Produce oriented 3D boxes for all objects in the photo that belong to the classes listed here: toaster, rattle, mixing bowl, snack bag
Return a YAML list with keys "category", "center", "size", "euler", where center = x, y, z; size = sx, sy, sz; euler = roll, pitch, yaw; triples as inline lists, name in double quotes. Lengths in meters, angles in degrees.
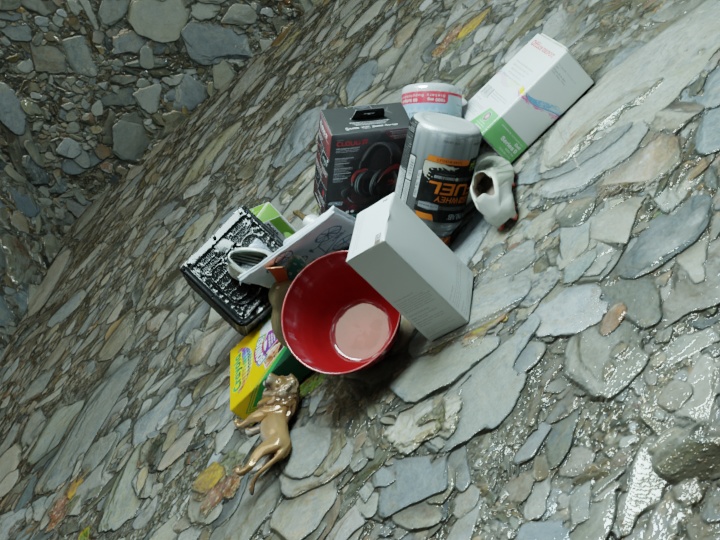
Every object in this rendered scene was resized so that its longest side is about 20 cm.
- category: "toaster"
  center: [-0.214, 0.008, 1.973]
  size: [0.181, 0.200, 0.119]
  euler: [-47, -9, -14]
- category: "rattle"
  center: [-0.117, 0.031, 1.735]
  size: [0.129, 0.201, 0.143]
  euler: [-29, 35, 10]
- category: "mixing bowl"
  center: [-0.016, 0.082, 1.638]
  size: [0.198, 0.108, 0.202]
  euler: [-7, 67, 17]
- category: "snack bag"
  center: [-0.092, -0.031, 1.708]
  size: [0.199, 0.022, 0.188]
  euler: [-35, -15, 12]

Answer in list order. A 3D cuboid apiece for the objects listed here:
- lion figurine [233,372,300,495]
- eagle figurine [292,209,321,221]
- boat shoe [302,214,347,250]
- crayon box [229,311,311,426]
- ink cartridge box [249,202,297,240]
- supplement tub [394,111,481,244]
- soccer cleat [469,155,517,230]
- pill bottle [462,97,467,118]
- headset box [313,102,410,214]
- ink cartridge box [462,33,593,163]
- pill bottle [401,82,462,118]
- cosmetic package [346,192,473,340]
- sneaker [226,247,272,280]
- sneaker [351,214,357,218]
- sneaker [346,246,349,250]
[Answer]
- category: "lion figurine"
  center: [-0.144, 0.265, 1.697]
  size: [0.122, 0.073, 0.201]
  euler: [-28, 42, 12]
- category: "eagle figurine"
  center: [-0.014, -0.128, 2.023]
  size: [0.198, 0.151, 0.152]
  euler: [-24, 62, -18]
- category: "boat shoe"
  center: [-0.057, -0.059, 1.872]
  size: [0.074, 0.066, 0.200]
  euler: [-55, -16, -12]
- category: "crayon box"
  center: [-0.162, 0.159, 1.882]
  size: [0.172, 0.058, 0.200]
  euler: [-42, 24, 14]
- category: "ink cartridge box"
  center: [-0.156, -0.065, 2.102]
  size: [0.199, 0.148, 0.076]
  euler: [-16, 35, 49]
- category: "supplement tub"
  center: [0.122, -0.149, 1.697]
  size: [0.123, 0.121, 0.202]
  euler: [-114, 32, -65]
- category: "soccer cleat"
  center: [0.211, -0.144, 1.675]
  size: [0.069, 0.078, 0.201]
  euler: [-38, 25, 22]
- category: "pill bottle"
  center: [0.129, -0.239, 1.923]
  size: [0.200, 0.109, 0.109]
  euler: [-44, 24, 8]
- category: "headset box"
  center: [0.003, -0.196, 1.760]
  size: [0.201, 0.147, 0.075]
  euler: [99, 157, -43]
- category: "ink cartridge box"
  center: [0.283, -0.299, 1.777]
  size: [0.200, 0.087, 0.146]
  euler: [-46, 24, 10]
- category: "pill bottle"
  center: [0.123, -0.221, 1.813]
  size: [0.108, 0.108, 0.203]
  euler: [0, 89, 60]
- category: "cosmetic package"
  center: [0.077, -0.004, 1.540]
  size: [0.081, 0.200, 0.113]
  euler: [-30, 28, 34]
- category: "sneaker"
  center: [-0.149, 0.002, 1.867]
  size: [0.071, 0.198, 0.074]
  euler: [71, -154, -73]
- category: "sneaker"
  center: [0.064, -0.062, 1.813]
  size: [0.200, 0.090, 0.078]
  euler: [48, 137, 47]
- category: "sneaker"
  center: [0.000, 0.000, 1.841]
  size: [0.074, 0.082, 0.200]
  euler: [-63, 3, 8]
